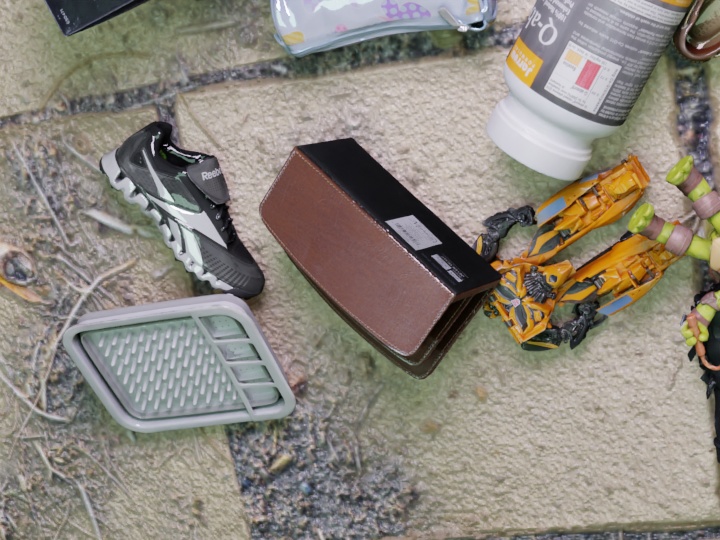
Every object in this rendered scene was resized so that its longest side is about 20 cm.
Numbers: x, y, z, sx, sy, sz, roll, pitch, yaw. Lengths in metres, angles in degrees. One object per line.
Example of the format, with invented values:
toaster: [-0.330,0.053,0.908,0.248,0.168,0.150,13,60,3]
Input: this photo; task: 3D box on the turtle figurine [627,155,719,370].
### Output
turtle figurine: [0.319,-0.025,1.279,0.161,0.064,0.200,39,118,-2]

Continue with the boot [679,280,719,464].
boot: [0.391,0.084,1.346,0.196,0.073,0.164,-8,100,15]

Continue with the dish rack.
dish rack: [-0.173,0.086,1.479,0.198,0.044,0.172,-9,136,17]

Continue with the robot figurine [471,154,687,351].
robot figurine: [0.190,-0.009,1.369,0.199,0.058,0.145,-34,96,22]

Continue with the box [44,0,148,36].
box: [-0.162,-0.308,1.284,0.199,0.199,0.124,-23,104,21]

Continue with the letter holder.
letter holder: [0.000,0.000,1.372,0.200,0.100,0.143,43,117,17]

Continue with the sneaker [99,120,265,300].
sneaker: [-0.154,-0.061,1.438,0.200,0.066,0.090,46,116,-1]

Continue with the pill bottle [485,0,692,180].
pill bottle: [0.191,-0.185,1.278,0.116,0.116,0.201,29,113,4]

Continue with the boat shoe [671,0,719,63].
boat shoe: [0.334,-0.248,1.240,0.075,0.075,0.203,37,113,0]

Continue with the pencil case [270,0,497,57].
pencil case: [0.021,-0.240,1.321,0.198,0.083,0.092,-5,85,17]
